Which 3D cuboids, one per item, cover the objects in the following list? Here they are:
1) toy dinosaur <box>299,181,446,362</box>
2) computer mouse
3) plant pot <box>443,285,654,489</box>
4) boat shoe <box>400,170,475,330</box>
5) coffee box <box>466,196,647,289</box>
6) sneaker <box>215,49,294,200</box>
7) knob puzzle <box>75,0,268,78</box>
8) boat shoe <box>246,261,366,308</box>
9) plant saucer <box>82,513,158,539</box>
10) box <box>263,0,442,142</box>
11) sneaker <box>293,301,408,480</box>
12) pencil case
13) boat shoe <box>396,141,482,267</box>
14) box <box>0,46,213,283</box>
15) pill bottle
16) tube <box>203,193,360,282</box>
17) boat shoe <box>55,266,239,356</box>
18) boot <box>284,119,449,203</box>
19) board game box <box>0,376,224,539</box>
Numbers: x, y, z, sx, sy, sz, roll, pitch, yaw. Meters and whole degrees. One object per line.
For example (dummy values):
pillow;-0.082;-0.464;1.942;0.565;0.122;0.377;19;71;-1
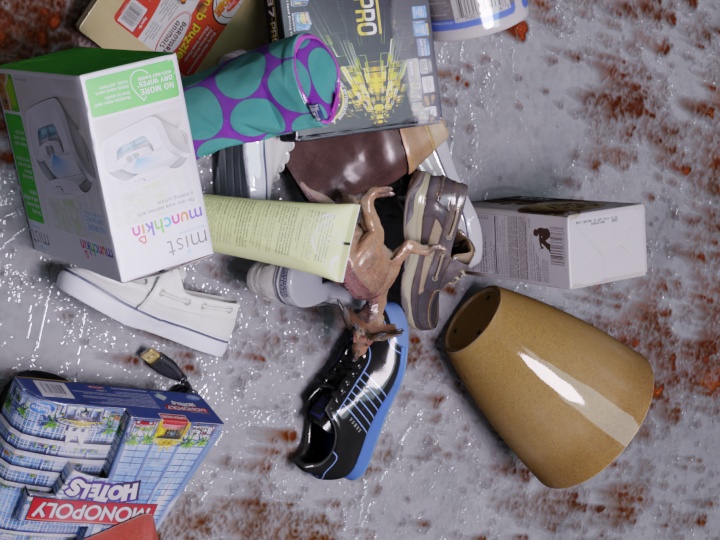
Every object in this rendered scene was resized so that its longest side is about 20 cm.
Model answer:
toy dinosaur;0.000;0.000;1.416;0.200;0.085;0.136;48;60;-45
computer mouse;-0.239;0.131;1.381;0.200;0.046;0.141;35;79;-34
plant pot;0.196;0.111;1.623;0.200;0.186;0.187;40;75;-20
boat shoe;0.082;-0.013;1.518;0.075;0.073;0.201;-74;167;-46
coffee box;0.201;-0.033;1.571;0.112;0.199;0.081;-9;100;-33
sneaker;-0.097;-0.116;1.419;0.070;0.073;0.202;-10;110;-35
knob puzzle;-0.155;-0.254;1.381;0.218;0.030;0.221;-18;122;-32
boat shoe;-0.047;0.007;1.482;0.200;0.069;0.072;-9;102;-60
plant saucer;-0.266;0.345;1.352;0.199;0.037;0.201;-20;128;-21
box;-0.010;-0.232;1.396;0.160;0.049;0.202;-9;96;-26
sneaker;-0.011;0.127;1.525;0.078;0.070;0.202;12;96;-42
pencil case;-0.118;-0.146;1.327;0.093;0.199;0.085;61;27;-29
boat shoe;0.071;-0.086;1.551;0.065;0.072;0.201;-29;113;-23
box;-0.224;-0.098;1.258;0.096;0.199;0.178;-18;109;-31
pill bottle;0.102;-0.349;1.499;0.113;0.113;0.202;-26;112;-29
tube;-0.103;-0.038;1.366;0.052;0.198;0.059;-54;149;-61
boat shoe;-0.192;0.015;1.374;0.201;0.074;0.087;24;90;-39
boot;-0.021;-0.173;1.468;0.166;0.072;0.201;-30;91;-8
board game box;-0.253;0.206;1.337;0.199;0.062;0.201;9;111;-39
